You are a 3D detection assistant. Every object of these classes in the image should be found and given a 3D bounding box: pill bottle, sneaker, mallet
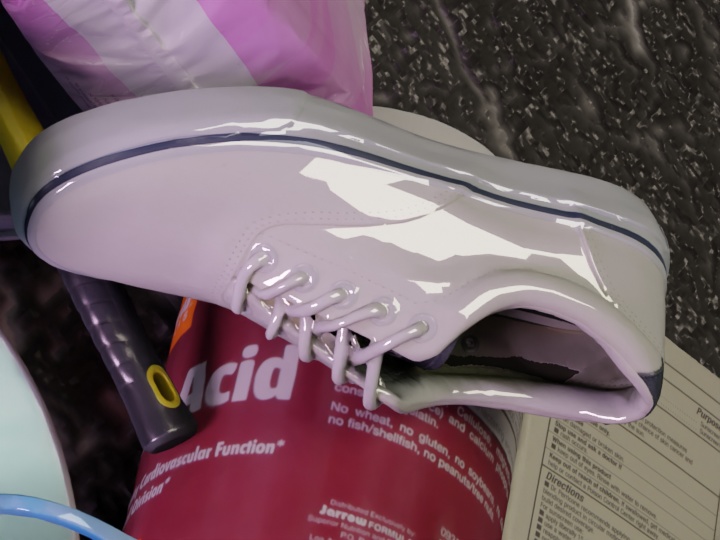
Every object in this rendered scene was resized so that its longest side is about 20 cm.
[{"bbox_3d":[-0.009,0.054,0.923,0.114,0.114,0.201,34,48,-26],"label":"pill bottle"},{"bbox_3d":[0.000,0.000,0.844,0.199,0.073,0.071,7,48,-16],"label":"sneaker"},{"bbox_3d":[-0.094,-0.040,0.890,0.066,0.041,0.200,-25,83,-53],"label":"mallet"}]

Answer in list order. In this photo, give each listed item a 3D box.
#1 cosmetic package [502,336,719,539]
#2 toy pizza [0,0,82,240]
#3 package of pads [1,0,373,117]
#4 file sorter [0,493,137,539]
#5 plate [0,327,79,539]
[{"bbox_3d":[0.061,0.109,0.990,0.103,0.073,0.200,36,47,-25],"label":"cosmetic package"},{"bbox_3d":[-0.144,-0.098,0.939,0.200,0.032,0.201,25,51,-34],"label":"toy pizza"},{"bbox_3d":[-0.053,-0.116,0.925,0.121,0.075,0.200,55,20,-38],"label":"package of pads"},{"bbox_3d":[-0.094,0.173,0.744,0.139,0.122,0.201,32,59,-30],"label":"file sorter"},{"bbox_3d":[-0.165,0.066,0.833,0.200,0.026,0.201,23,53,-35],"label":"plate"}]
